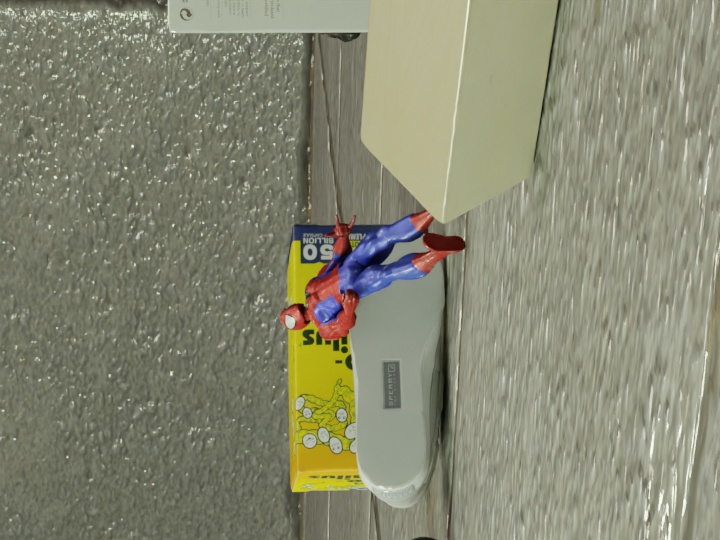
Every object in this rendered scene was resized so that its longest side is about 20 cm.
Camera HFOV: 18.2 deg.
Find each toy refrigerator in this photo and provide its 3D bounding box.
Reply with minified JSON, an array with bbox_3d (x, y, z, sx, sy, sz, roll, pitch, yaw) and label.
[{"bbox_3d":[0.053,-0.126,1.137,0.076,0.070,0.201,46,152,30],"label":"toy refrigerator"}]

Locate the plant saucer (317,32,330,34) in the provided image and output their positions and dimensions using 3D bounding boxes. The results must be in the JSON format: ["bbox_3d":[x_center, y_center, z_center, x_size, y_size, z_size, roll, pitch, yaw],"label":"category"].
[{"bbox_3d":[-0.005,-0.266,1.581,0.032,0.199,0.202,13,108,42],"label":"plant saucer"}]

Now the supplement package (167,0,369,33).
[{"bbox_3d":[-0.025,-0.235,1.444,0.151,0.198,0.153,-110,20,-77],"label":"supplement package"}]

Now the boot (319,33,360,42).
[{"bbox_3d":[-0.045,-0.274,1.619,0.079,0.211,0.159,22,81,54],"label":"boot"}]

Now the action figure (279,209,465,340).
[{"bbox_3d":[0.000,0.000,1.586,0.200,0.051,0.066,-39,51,50],"label":"action figure"}]

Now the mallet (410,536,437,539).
[{"bbox_3d":[0.052,0.291,1.582,0.066,0.041,0.201,97,168,-61],"label":"mallet"}]

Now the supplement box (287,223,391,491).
[{"bbox_3d":[-0.003,0.071,1.807,0.110,0.108,0.202,106,163,-76],"label":"supplement box"}]

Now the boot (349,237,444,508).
[{"bbox_3d":[0.027,0.075,1.667,0.096,0.073,0.202,74,-159,-74],"label":"boot"}]
